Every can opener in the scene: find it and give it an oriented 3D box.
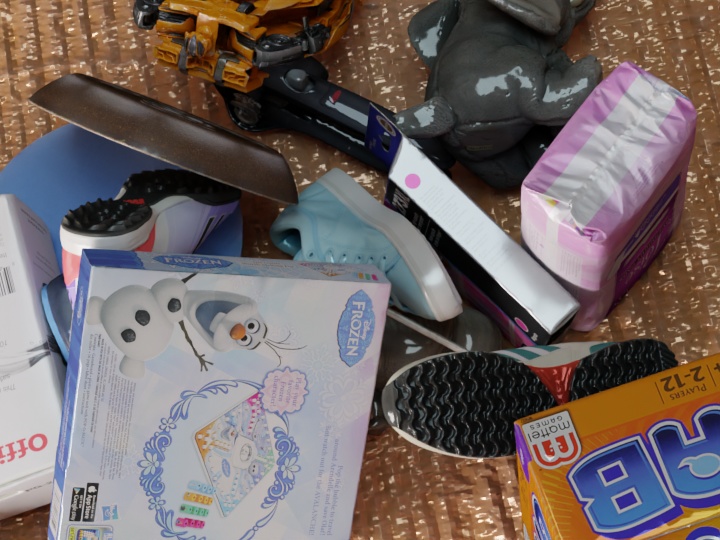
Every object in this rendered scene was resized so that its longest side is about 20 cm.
[{"bbox_3d":[-0.020,-0.115,1.800,0.200,0.063,0.079,27,69,17],"label":"can opener"}]

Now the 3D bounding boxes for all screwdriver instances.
[{"bbox_3d":[0.084,0.065,1.671,0.200,0.028,0.029,26,34,-21],"label":"screwdriver"}]

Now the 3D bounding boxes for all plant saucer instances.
[{"bbox_3d":[-0.131,-0.095,1.725,0.200,0.200,0.032,24,94,15],"label":"plant saucer"}]

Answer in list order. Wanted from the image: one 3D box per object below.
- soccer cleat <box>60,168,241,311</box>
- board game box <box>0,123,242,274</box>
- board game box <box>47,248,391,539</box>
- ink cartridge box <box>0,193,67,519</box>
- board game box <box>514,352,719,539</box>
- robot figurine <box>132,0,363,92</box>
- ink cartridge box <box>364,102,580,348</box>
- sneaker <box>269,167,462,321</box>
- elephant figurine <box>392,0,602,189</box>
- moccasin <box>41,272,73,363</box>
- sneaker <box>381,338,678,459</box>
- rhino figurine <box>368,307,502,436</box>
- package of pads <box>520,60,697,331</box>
[{"bbox_3d":[-0.141,-0.019,1.676,0.068,0.200,0.073,10,108,20],"label":"soccer cleat"},{"bbox_3d":[-0.179,-0.010,1.779,0.200,0.039,0.158,27,76,19],"label":"board game box"},{"bbox_3d":[-0.093,0.090,1.616,0.198,0.043,0.201,4,107,-18],"label":"board game box"},{"bbox_3d":[-0.268,0.070,1.701,0.145,0.083,0.200,-19,70,7],"label":"ink cartridge box"},{"bbox_3d":[0.223,0.185,1.558,0.199,0.200,0.200,-18,64,-3],"label":"board game box"},{"bbox_3d":[-0.076,-0.184,1.784,0.145,0.058,0.200,19,31,17],"label":"robot figurine"},{"bbox_3d":[0.065,-0.024,1.709,0.037,0.095,0.200,-41,81,-12],"label":"ink cartridge box"},{"bbox_3d":[0.000,0.000,1.712,0.082,0.074,0.200,-38,30,-8],"label":"sneaker"},{"bbox_3d":[0.104,-0.169,1.784,0.141,0.155,0.200,-16,61,16],"label":"elephant figurine"},{"bbox_3d":[-0.137,0.079,1.687,0.068,0.080,0.200,-34,97,15],"label":"moccasin"},{"bbox_3d":[0.103,0.085,1.617,0.199,0.093,0.071,-7,84,-17],"label":"sneaker"},{"bbox_3d":[0.005,0.065,1.711,0.199,0.060,0.088,0,69,0],"label":"rhino figurine"},{"bbox_3d":[0.163,-0.044,1.676,0.076,0.200,0.121,38,76,15],"label":"package of pads"}]
